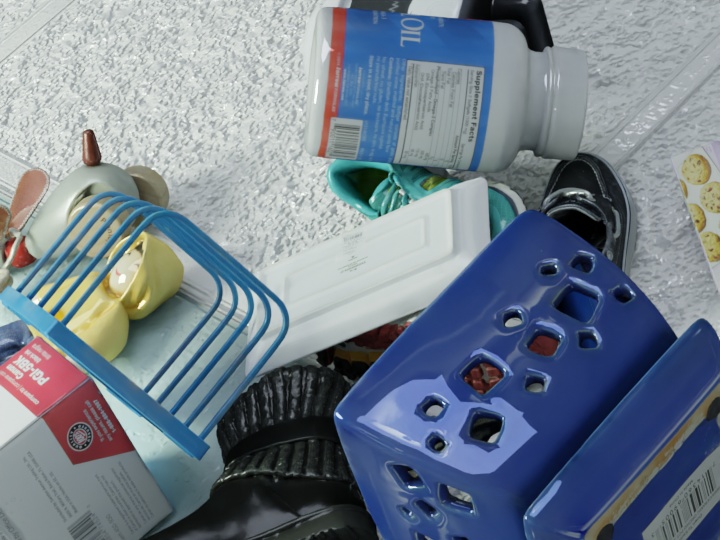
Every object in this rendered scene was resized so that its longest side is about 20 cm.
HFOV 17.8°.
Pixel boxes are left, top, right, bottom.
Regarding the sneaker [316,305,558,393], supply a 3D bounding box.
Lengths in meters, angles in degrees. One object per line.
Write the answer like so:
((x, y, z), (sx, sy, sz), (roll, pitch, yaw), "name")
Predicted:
((0.052, 0.032, 1.634), (0.199, 0.078, 0.082), (8, 49, 34), "sneaker")

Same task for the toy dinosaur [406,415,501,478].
((0.062, 0.112, 1.541), (0.200, 0.048, 0.088), (-22, -11, -39), "toy dinosaur")

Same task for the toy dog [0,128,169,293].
((-0.259, -0.053, 1.866), (0.199, 0.097, 0.132), (-20, 14, 3), "toy dog")

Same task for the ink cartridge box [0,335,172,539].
((-0.252, 0.168, 1.595), (0.200, 0.147, 0.083), (-39, 40, -16), "ink cartridge box")

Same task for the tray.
((0.000, 0.000, 1.632), (0.199, 0.022, 0.108), (-23, 38, 20), "tray")

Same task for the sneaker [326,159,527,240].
((0.048, -0.041, 1.701), (0.200, 0.079, 0.078), (24, 101, 50), "sneaker")

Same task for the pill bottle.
((0.062, -0.130, 1.688), (0.199, 0.112, 0.112), (5, 42, -5), "pill bottle")

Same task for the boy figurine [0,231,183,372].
((-0.227, 0.043, 1.784), (0.200, 0.065, 0.124), (-30, 34, -1), "boy figurine")

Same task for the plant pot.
((0.128, 0.114, 1.418), (0.180, 0.200, 0.200), (28, 63, 37), "plant pot")

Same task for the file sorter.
((-0.150, 0.029, 1.625), (0.123, 0.139, 0.200), (-50, 18, -7), "file sorter")

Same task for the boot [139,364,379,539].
((-0.092, 0.158, 1.570), (0.210, 0.080, 0.158), (-15, 47, -3), "boot")

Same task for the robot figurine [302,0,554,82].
((0.052, -0.171, 1.823), (0.199, 0.150, 0.125), (0, 88, 27), "robot figurine")

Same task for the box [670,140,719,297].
((0.260, -0.013, 1.601), (0.041, 0.039, 0.200), (-20, 40, 9), "box")

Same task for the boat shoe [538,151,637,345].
((0.155, -0.027, 1.650), (0.071, 0.068, 0.200), (-11, 41, 18), "boat shoe")
